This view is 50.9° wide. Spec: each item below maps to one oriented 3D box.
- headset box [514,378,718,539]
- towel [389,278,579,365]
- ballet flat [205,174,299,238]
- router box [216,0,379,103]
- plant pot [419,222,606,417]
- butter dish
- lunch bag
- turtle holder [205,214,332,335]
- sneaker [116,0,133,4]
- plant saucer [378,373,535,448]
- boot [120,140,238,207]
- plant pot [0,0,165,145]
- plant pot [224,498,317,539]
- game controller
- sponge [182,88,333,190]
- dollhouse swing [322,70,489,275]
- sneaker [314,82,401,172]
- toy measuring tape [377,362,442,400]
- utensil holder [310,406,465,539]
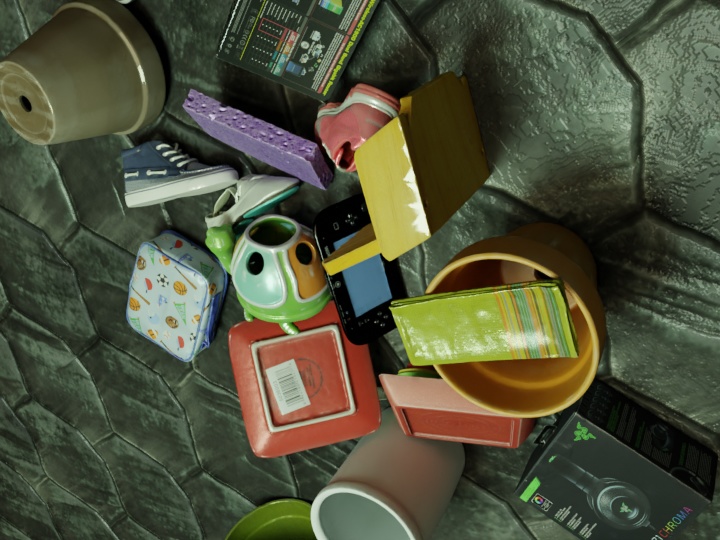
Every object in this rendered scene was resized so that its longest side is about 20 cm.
[{"bbox_3d":[0.322,0.262,0.984,0.199,0.093,0.175,34,126,11],"label":"headset box"},{"bbox_3d":[0.128,0.061,0.805,0.198,0.018,0.087,-9,109,33],"label":"towel"},{"bbox_3d":[-0.168,-0.099,1.100,0.199,0.069,0.070,-32,97,41],"label":"ballet flat"},{"bbox_3d":[-0.065,-0.314,0.883,0.149,0.063,0.201,19,130,-19],"label":"router box"},{"bbox_3d":[0.194,0.035,0.881,0.198,0.183,0.202,13,121,23],"label":"plant pot"},{"bbox_3d":[-0.081,0.154,1.135,0.197,0.148,0.202,-13,90,-1],"label":"butter dish"},{"bbox_3d":[-0.298,0.047,1.244,0.159,0.076,0.201,28,125,12],"label":"lunch bag"},{"bbox_3d":[-0.120,-0.015,1.061,0.186,0.140,0.133,46,156,42],"label":"turtle holder"},{"bbox_3d":[-0.383,-0.445,1.027,0.072,0.083,0.201,-34,96,38],"label":"sneaker"},{"bbox_3d":[0.131,0.191,0.995,0.197,0.037,0.200,4,156,12],"label":"plant saucer"},{"bbox_3d":[-0.276,-0.156,1.130,0.198,0.073,0.091,-9,92,22],"label":"boot"},{"bbox_3d":[-0.406,-0.263,1.066,0.198,0.174,0.202,18,130,23],"label":"plant pot"},{"bbox_3d":[-0.126,0.552,1.351,0.198,0.201,0.194,0,127,30],"label":"plant pot"},{"bbox_3d":[0.000,0.000,1.030,0.042,0.104,0.202,8,121,52],"label":"game controller"},{"bbox_3d":[-0.134,-0.174,1.015,0.199,0.112,0.030,26,83,16],"label":"sponge"},{"bbox_3d":[0.032,-0.112,0.888,0.174,0.200,0.183,-6,112,32],"label":"dollhouse swing"},{"bbox_3d":[-0.021,-0.159,0.918,0.073,0.088,0.200,23,168,-16],"label":"sneaker"},{"bbox_3d":[0.052,0.171,1.104,0.198,0.074,0.074,-9,110,33],"label":"toy measuring tape"},{"bbox_3d":[0.046,0.317,1.101,0.168,0.200,0.172,14,124,22],"label":"utensil holder"}]
